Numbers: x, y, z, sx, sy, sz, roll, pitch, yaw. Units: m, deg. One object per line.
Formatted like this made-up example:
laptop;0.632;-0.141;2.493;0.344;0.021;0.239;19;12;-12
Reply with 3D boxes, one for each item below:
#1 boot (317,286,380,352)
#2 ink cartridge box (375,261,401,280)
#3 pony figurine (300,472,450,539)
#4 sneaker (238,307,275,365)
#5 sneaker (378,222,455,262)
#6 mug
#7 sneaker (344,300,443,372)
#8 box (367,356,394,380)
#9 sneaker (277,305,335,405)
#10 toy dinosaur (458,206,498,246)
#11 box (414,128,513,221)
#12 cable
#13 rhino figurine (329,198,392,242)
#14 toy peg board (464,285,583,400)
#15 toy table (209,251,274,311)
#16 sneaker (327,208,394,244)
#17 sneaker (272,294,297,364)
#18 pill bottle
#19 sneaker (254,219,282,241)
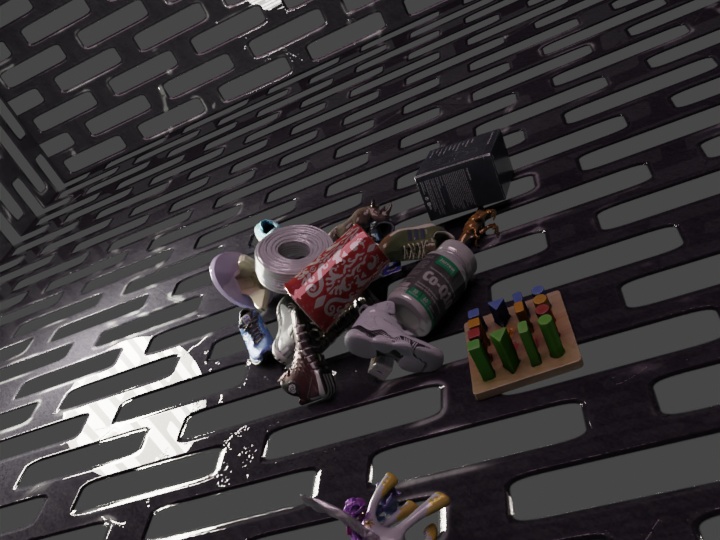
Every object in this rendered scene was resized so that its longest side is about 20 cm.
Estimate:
boot;-0.040;0.121;1.576;0.174;0.070;0.200;-42;2;-20
ink cartridge box;0.000;0.000;1.718;0.197;0.041;0.200;-25;12;7
pony figurine;0.016;0.397;1.094;0.190;0.170;0.199;10;32;38
sneaker;-0.253;0.151;1.725;0.078;0.090;0.200;-35;30;-7
sneaker;0.136;-0.059;1.670;0.198;0.069;0.089;-20;31;-37
mug;-0.052;0.002;1.530;0.200;0.134;0.178;-43;32;0
sneaker;0.074;0.124;1.432;0.195;0.076;0.116;13;44;8
box;0.058;0.138;1.509;0.039;0.041;0.202;-53;13;40
sneaker;-0.135;0.184;1.514;0.114;0.075;0.204;-28;69;22
toy dinosaur;0.271;-0.115;1.686;0.105;0.061;0.201;-5;39;39
box;0.257;-0.236;1.779;0.193;0.126;0.201;-16;21;26
cable;-0.152;-0.028;1.716;0.195;0.070;0.202;-5;38;-7
rhino figurine;0.000;-0.107;1.802;0.199;0.060;0.088;-38;61;16
toy peg board;0.277;0.104;1.322;0.196;0.099;0.201;-21;32;15
toy table;-0.263;0.019;1.814;0.116;0.198;0.188;-13;69;39
sneaker;-0.002;-0.086;1.872;0.197;0.071;0.109;-30;28;-5
sneaker;-0.139;0.112;1.668;0.115;0.074;0.203;-42;31;33
pill bottle;0.152;0.032;1.515;0.112;0.114;0.200;7;44;46
sneaker;-0.271;-0.125;2.152;0.074;0.083;0.199;-38;31;-17
